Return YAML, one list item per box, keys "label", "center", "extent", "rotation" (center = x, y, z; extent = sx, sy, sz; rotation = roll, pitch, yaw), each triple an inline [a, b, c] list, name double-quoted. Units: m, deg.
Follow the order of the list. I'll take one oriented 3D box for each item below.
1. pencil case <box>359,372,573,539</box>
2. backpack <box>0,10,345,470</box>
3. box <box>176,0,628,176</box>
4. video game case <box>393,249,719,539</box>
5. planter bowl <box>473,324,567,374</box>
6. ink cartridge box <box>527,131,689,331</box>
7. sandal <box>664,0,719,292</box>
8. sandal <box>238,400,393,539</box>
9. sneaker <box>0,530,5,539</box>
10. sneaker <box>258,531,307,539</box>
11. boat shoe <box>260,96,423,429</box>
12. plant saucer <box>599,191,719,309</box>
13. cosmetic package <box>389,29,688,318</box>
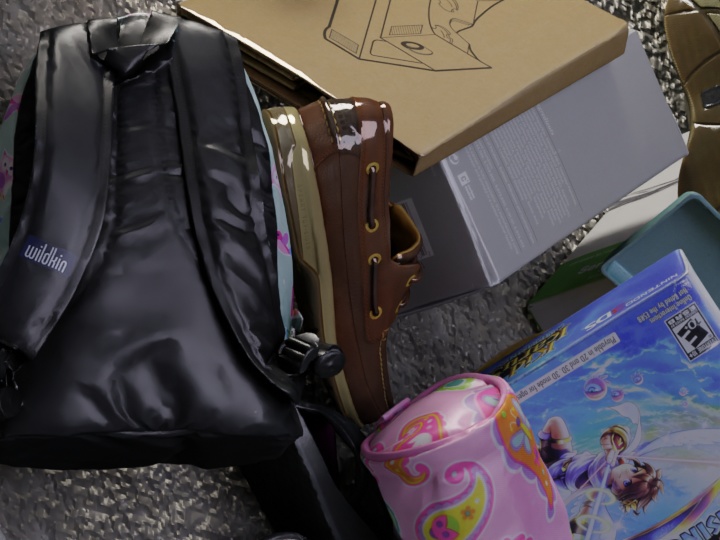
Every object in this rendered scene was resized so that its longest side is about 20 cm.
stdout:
- label: "pencil case"
  center: [0.071, 0.152, 1.137]
  extent: [0.087, 0.087, 0.201]
  rotation: [-41, 114, -43]
- label: "backpack"
  center: [-0.108, -0.013, 1.060]
  extent: [0.166, 0.127, 0.202]
  rotation: [2, 72, -23]
- label: "box"
  center: [0.026, -0.127, 1.237]
  extent: [0.163, 0.021, 0.200]
  rotation: [32, 39, 25]
- label: "video game case"
  center: [0.128, 0.119, 1.193]
  extent: [0.182, 0.199, 0.045]
  rotation: [55, 11, -15]
- label: "planter bowl"
  center: [0.129, 0.110, 1.257]
  extent: [0.201, 0.200, 0.084]
  rotation: [57, 10, -14]
- label: "ink cartridge box"
  center: [0.208, 0.017, 1.392]
  extent: [0.146, 0.084, 0.200]
  rotation: [56, 46, -13]
- label: "sandal"
  center: [0.219, -0.079, 1.341]
  extent: [0.054, 0.080, 0.202]
  rotation: [40, 40, -59]
- label: "sandal"
  center: [-0.010, 0.118, 1.158]
  extent: [0.048, 0.075, 0.201]
  rotation: [-42, 116, -27]
- label: "sneaker"
  center: [-0.194, 0.184, 0.960]
  extent: [0.082, 0.074, 0.200]
  rotation: [54, 48, -12]
- label: "sneaker"
  center: [-0.006, 0.185, 1.111]
  extent: [0.199, 0.076, 0.116]
  rotation: [18, 59, -15]
- label: "boat shoe"
  center: [0.000, -0.001, 1.151]
  extent: [0.072, 0.067, 0.201]
  rotation: [-111, -173, -48]
- label: "plant saucer"
  center: [0.221, 0.032, 1.299]
  extent: [0.200, 0.070, 0.019]
  rotation: [40, 23, -25]
- label: "cosmetic package"
  center: [0.078, -0.053, 1.278]
  extent: [0.199, 0.106, 0.091]
  rotation: [-28, 96, -43]
